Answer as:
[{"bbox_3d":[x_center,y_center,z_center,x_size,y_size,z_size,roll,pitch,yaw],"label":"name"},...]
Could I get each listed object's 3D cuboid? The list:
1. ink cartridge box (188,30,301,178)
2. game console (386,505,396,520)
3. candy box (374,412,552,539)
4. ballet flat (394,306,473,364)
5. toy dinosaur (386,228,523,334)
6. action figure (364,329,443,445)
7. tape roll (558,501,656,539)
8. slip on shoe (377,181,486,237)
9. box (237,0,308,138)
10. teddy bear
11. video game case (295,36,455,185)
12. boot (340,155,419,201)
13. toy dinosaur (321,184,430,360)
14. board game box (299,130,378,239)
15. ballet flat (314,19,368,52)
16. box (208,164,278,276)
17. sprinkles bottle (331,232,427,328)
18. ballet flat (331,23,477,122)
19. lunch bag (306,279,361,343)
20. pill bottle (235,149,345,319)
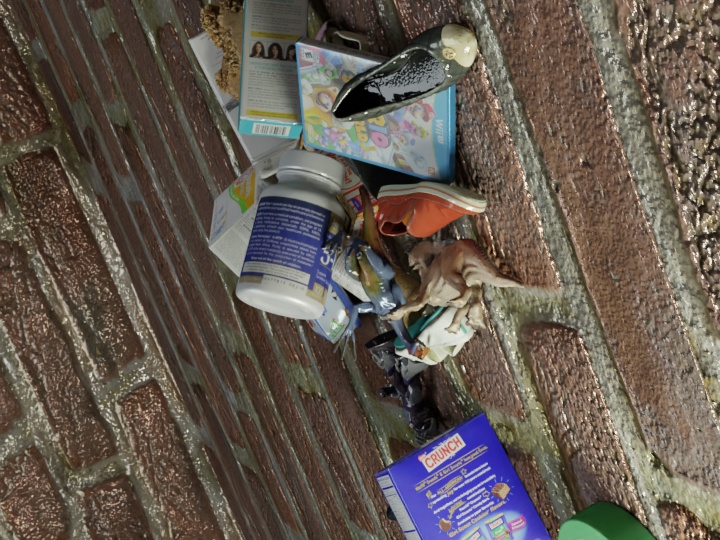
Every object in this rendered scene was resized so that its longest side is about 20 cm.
[{"bbox_3d":[-0.160,-0.247,1.845,0.202,0.084,0.146,64,179,4],"label":"ink cartridge box"},{"bbox_3d":[0.137,0.374,1.870,0.201,0.168,0.120,104,162,-60],"label":"game console"},{"bbox_3d":[0.137,0.320,1.714,0.202,0.168,0.077,63,156,4],"label":"candy box"},{"bbox_3d":[0.098,0.093,1.705,0.070,0.069,0.200,61,159,5],"label":"ballet flat"},{"bbox_3d":[0.110,-0.003,1.535,0.199,0.085,0.137,-18,54,51],"label":"toy dinosaur"},{"bbox_3d":[0.070,0.181,1.865,0.130,0.069,0.202,32,146,48],"label":"action figure"},{"bbox_3d":[0.314,0.376,1.516,0.201,0.048,0.202,52,158,31],"label":"tape roll"},{"bbox_3d":[0.081,-0.069,1.490,0.199,0.073,0.062,0,80,60],"label":"slip on shoe"},{"bbox_3d":[-0.110,-0.272,1.608,0.049,0.081,0.203,122,152,-71],"label":"box"},{"bbox_3d":[-0.151,-0.335,1.726,0.067,0.143,0.203,-61,-45,-70],"label":"teddy bear"},{"bbox_3d":[0.018,-0.184,1.471,0.198,0.018,0.145,18,134,23],"label":"video game case"},{"bbox_3d":[-0.008,-0.164,1.650,0.200,0.069,0.174,49,177,-9],"label":"boot"},{"bbox_3d":[0.039,0.023,1.629,0.104,0.202,0.181,0,145,47],"label":"toy dinosaur"},{"bbox_3d":[-0.039,-0.097,1.827,0.152,0.046,0.201,57,159,18],"label":"board game box"},{"bbox_3d":[0.001,-0.240,1.541,0.200,0.068,0.072,49,136,36],"label":"ballet flat"},{"bbox_3d":[-0.153,-0.069,1.919,0.112,0.101,0.201,45,-166,-19],"label":"box"},{"bbox_3d":[0.000,0.000,1.732,0.199,0.068,0.069,34,150,20],"label":"sprinkles bottle"},{"bbox_3d":[0.049,-0.205,1.374,0.199,0.057,0.067,-25,105,42],"label":"ballet flat"},{"bbox_3d":[-0.066,0.037,1.974,0.161,0.075,0.200,55,175,-8],"label":"lunch bag"},{"bbox_3d":[-0.084,-0.048,1.666,0.120,0.118,0.203,157,128,-70],"label":"pill bottle"}]
